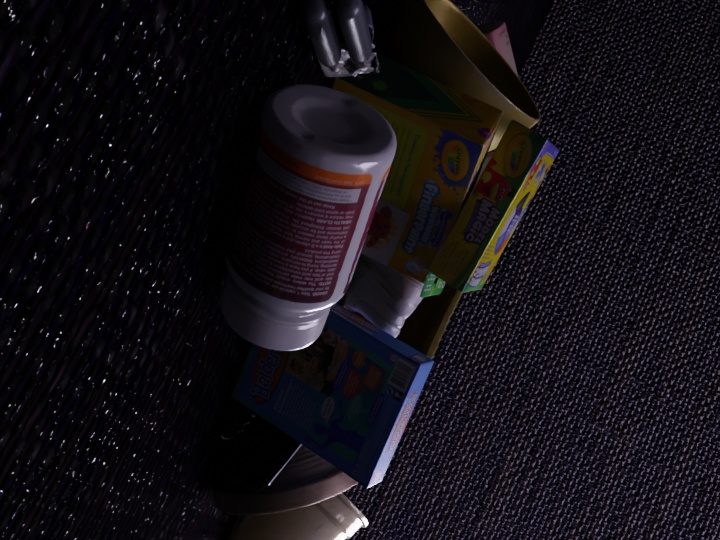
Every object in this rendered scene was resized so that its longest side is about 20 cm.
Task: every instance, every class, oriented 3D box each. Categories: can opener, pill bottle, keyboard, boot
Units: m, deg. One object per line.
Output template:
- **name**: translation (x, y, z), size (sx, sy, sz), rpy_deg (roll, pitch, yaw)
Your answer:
- **can opener**: translation (-0.017, -0.209, 0.905), size (0.200, 0.052, 0.068), rpy_deg (55, 28, -81)
- **pill bottle**: translation (-0.050, -0.040, 0.897), size (0.114, 0.113, 0.202), rpy_deg (-54, 167, -56)
- **keyboard**: translation (-0.088, 0.176, 1.282), size (0.200, 0.103, 0.040), rpy_deg (-48, 140, -31)
- **boot**: translation (0.000, 0.000, 1.259), size (0.073, 0.200, 0.097), rpy_deg (28, 98, -40)

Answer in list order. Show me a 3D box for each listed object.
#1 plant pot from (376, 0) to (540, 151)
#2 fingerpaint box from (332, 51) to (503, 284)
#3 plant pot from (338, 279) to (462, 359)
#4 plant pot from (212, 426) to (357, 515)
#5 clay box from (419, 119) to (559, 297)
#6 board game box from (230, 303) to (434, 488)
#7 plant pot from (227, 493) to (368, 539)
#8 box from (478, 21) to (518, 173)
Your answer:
- **plant pot**: translation (0.082, -0.195, 1.190), size (0.142, 0.201, 0.200), rpy_deg (-41, -178, 21)
- **fingerpaint box**: translation (0.038, -0.106, 1.123), size (0.074, 0.164, 0.202), rpy_deg (-57, 168, -45)
- **plant pot**: translation (0.007, 0.058, 1.400), size (0.197, 0.192, 0.201), rpy_deg (-60, 177, -36)
- **plant pot**: translation (-0.096, 0.227, 1.352), size (0.201, 0.197, 0.095), rpy_deg (-37, 115, -75)
- **clay box**: translation (0.135, -0.052, 1.120), size (0.203, 0.047, 0.115), rpy_deg (-63, 166, 9)
- **board game box**: translation (-0.035, 0.122, 1.198), size (0.045, 0.198, 0.154), rpy_deg (-3, 120, -64)
- **plant pot**: translation (-0.119, 0.417, 1.718), size (0.184, 0.199, 0.201), rpy_deg (-50, 169, -17)
- **box**: translation (0.172, -0.236, 1.527), size (0.128, 0.107, 0.204), rpy_deg (-50, 125, -65)
